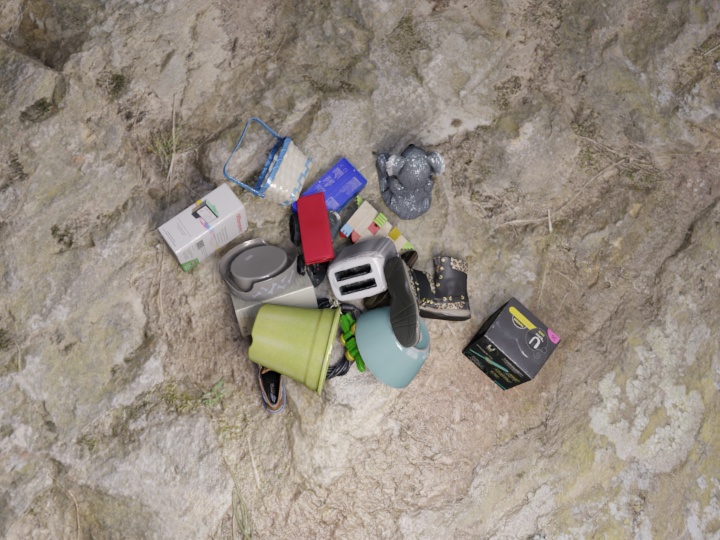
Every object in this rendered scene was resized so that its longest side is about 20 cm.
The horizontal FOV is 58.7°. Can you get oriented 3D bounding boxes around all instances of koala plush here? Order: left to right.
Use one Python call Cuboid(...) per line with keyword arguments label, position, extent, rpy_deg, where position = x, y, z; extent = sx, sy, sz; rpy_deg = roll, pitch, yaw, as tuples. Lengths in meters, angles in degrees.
Cuboid(label="koala plush", position=(0.134, -0.247, 1.651), extent=(0.171, 0.201, 0.190), rpy_deg=(1, 72, -7))

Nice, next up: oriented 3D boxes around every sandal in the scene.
Cuboid(label="sandal", position=(-0.101, -0.056, 1.621), extent=(0.074, 0.048, 0.206), rpy_deg=(19, 86, -20))
Cuboid(label="sandal", position=(0.087, 0.031, 1.637), extent=(0.201, 0.081, 0.055), rpy_deg=(-50, 118, -27))

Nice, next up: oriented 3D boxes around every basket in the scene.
Cuboid(label="basket", position=(-0.235, -0.266, 1.635), extent=(0.198, 0.138, 0.180), rpy_deg=(35, 69, -24))

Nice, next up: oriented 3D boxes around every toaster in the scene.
Cuboid(label="toaster", position=(0.000, 0.000, 1.556), extent=(0.194, 0.129, 0.117), rpy_deg=(-13, 104, 17))

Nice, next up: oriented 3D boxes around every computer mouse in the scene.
Cuboid(label="computer mouse", position=(-0.150, -0.067, 1.610), extent=(0.033, 0.059, 0.204), rpy_deg=(2, 50, -18))

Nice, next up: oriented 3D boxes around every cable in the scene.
Cuboid(label="cable", position=(-0.081, 0.168, 1.576), extent=(0.159, 0.051, 0.205), rpy_deg=(16, 72, -2))

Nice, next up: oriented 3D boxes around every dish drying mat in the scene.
Cuboid(label="dish drying mat", position=(-0.114, -0.107, 1.599), extent=(0.074, 0.018, 0.205), rpy_deg=(-13, 57, 3))

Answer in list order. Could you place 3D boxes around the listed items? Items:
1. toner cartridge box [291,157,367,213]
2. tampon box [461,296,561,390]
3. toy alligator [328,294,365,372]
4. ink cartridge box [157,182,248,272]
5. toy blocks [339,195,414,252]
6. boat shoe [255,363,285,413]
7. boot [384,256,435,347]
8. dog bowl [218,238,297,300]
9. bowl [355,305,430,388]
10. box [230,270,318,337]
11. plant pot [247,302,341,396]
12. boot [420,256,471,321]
Cuboid(label="toner cartridge box", position=(-0.081, -0.197, 1.693), extent=(0.095, 0.043, 0.200), rpy_deg=(44, 73, 7))
Cuboid(label="tampon box", position=(0.359, 0.182, 1.545), extent=(0.149, 0.201, 0.127), rpy_deg=(41, 72, 7))
Cuboid(label="toy alligator", position=(-0.018, 0.147, 1.541), extent=(0.053, 0.059, 0.204), rpy_deg=(0, 60, -48))
Cuboid(label="ink cartridge box", position=(-0.382, -0.104, 1.574), extent=(0.198, 0.145, 0.085), rpy_deg=(-37, 80, -16))
Cuboid(label="toy blocks", position=(0.021, -0.074, 1.649), extent=(0.200, 0.100, 0.137), rpy_deg=(43, 85, -2))
Cuboid(label="boat shoe", position=(-0.214, 0.233, 1.527), extent=(0.070, 0.073, 0.205), rpy_deg=(-13, 75, -10))
Cuboid(label="boot", position=(0.128, 0.079, 1.476), extent=(0.072, 0.152, 0.210), rpy_deg=(-21, 68, 30))
Cuboid(label="dog bowl", position=(-0.243, -0.003, 1.554), extent=(0.193, 0.060, 0.202), rpy_deg=(-7, 34, 4))
Cuboid(label="bowl", position=(0.091, 0.162, 1.515), extent=(0.198, 0.104, 0.205), rpy_deg=(31, 39, -29))
Cuboid(label="box", position=(-0.208, 0.077, 1.555), extent=(0.194, 0.080, 0.095), rpy_deg=(-17, 31, -11))
Cuboid(label="plant pot", position=(-0.152, 0.160, 1.450), extent=(0.179, 0.201, 0.206), rpy_deg=(14, 71, 0))
Cuboid(label="boot", position=(0.192, 0.042, 1.635), extent=(0.194, 0.073, 0.155), rpy_deg=(8, 73, -8))
